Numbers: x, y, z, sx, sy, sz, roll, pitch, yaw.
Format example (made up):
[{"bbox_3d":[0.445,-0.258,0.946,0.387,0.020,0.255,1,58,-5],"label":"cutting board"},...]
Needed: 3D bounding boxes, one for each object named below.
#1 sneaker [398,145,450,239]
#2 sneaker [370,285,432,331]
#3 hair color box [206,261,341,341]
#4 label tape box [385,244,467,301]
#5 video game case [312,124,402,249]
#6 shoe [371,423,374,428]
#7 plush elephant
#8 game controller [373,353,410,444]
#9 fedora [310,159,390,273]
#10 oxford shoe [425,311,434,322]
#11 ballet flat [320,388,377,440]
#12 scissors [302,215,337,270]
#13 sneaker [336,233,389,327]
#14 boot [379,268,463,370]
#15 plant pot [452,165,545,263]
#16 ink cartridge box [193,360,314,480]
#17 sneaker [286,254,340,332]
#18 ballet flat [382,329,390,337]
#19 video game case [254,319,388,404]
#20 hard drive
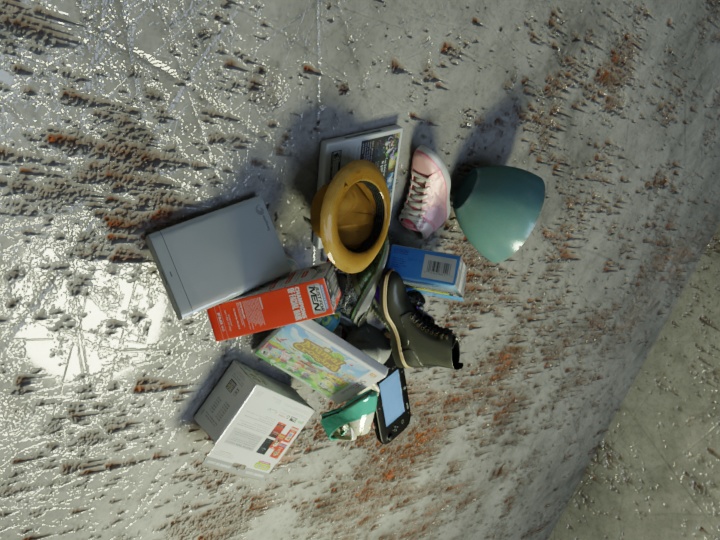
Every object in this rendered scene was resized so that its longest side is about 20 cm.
[{"bbox_3d":[0.120,-0.140,1.404,0.105,0.075,0.202,-45,146,-20],"label":"sneaker"},{"bbox_3d":[0.080,0.070,1.488,0.100,0.069,0.201,-46,118,-9],"label":"sneaker"},{"bbox_3d":[-0.136,0.049,1.159,0.195,0.111,0.066,-15,102,9],"label":"hair color box"},{"bbox_3d":[0.141,0.007,1.466,0.200,0.140,0.065,36,65,-73],"label":"label tape box"},{"bbox_3d":[-0.006,-0.152,1.306,0.179,0.023,0.204,-20,130,-36],"label":"video game case"},{"bbox_3d":[0.067,0.260,1.634,0.202,0.090,0.071,-54,142,-1],"label":"shoe"},{"bbox_3d":[-0.018,0.180,1.427,0.197,0.166,0.156,19,119,-38],"label":"plush elephant"},{"bbox_3d":[0.062,0.272,1.547,0.103,0.042,0.205,-26,120,-30],"label":"game controller"},{"bbox_3d":[-0.026,-0.095,1.225,0.199,0.080,0.206,-23,118,-50],"label":"fedora"},{"bbox_3d":[0.137,0.139,1.617,0.201,0.071,0.073,52,45,-52],"label":"oxford shoe"},{"bbox_3d":[-0.013,0.282,1.364,0.066,0.072,0.200,-17,167,-34],"label":"ballet flat"},{"bbox_3d":[-0.051,-0.062,1.289,0.073,0.014,0.201,-38,148,-9],"label":"scissors"},{"bbox_3d":[0.000,0.000,1.384,0.077,0.087,0.204,109,2,-71],"label":"sneaker"},{"bbox_3d":[0.118,0.092,1.355,0.077,0.136,0.204,-43,124,-45],"label":"boot"},{"bbox_3d":[0.271,-0.138,1.504,0.133,0.200,0.203,27,99,-14],"label":"plant pot"},{"bbox_3d":[-0.210,0.290,1.366,0.177,0.083,0.200,-54,142,-2],"label":"ink cartridge box"},{"bbox_3d":[-0.100,0.049,1.266,0.080,0.130,0.200,-50,142,-2],"label":"sneaker"},{"bbox_3d":[0.018,0.203,1.560,0.198,0.065,0.072,-35,138,-25],"label":"ballet flat"},{"bbox_3d":[-0.074,0.162,1.294,0.182,0.198,0.022,-40,-158,50],"label":"video game case"},{"bbox_3d":[-0.214,-0.023,1.111,0.197,0.027,0.135,-24,91,-33],"label":"hard drive"}]
